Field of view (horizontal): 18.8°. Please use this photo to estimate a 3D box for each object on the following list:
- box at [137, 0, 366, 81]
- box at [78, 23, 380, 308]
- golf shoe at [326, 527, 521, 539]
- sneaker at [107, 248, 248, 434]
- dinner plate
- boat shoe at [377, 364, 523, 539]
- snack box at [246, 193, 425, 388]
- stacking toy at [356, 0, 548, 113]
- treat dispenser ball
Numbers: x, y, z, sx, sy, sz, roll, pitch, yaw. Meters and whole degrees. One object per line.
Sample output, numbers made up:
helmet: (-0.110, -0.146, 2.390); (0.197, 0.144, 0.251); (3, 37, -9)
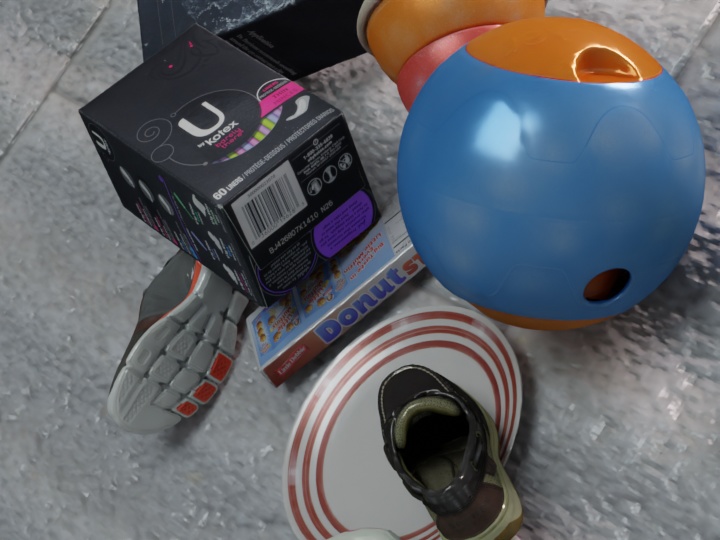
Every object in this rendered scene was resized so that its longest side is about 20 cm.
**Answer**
box: (-0.075, -0.264, 1.743); (0.199, 0.117, 0.198); (-19, 66, 24)
box: (-0.098, -0.081, 1.612); (0.122, 0.107, 0.200); (-38, 43, -19)
golf shoe: (0.016, 0.210, 1.375); (0.199, 0.076, 0.091); (-14, 16, 36)
sneaker: (-0.138, 0.040, 1.669); (0.082, 0.077, 0.201); (0, 50, 52)
dinner plate: (0.031, 0.116, 1.490); (0.199, 0.024, 0.202); (-23, 49, 28)
boat shoe: (0.051, 0.106, 1.388); (0.073, 0.065, 0.200); (-31, 29, -2)
snack box: (0.000, 0.000, 1.593); (0.200, 0.024, 0.072); (-39, 32, 13)
stacking toy: (0.083, -0.117, 1.555); (0.145, 0.146, 0.202); (-25, 62, 26)
treat dispenser ball: (0.122, -0.062, 1.403); (0.200, 0.201, 0.202); (-23, 48, 28)
